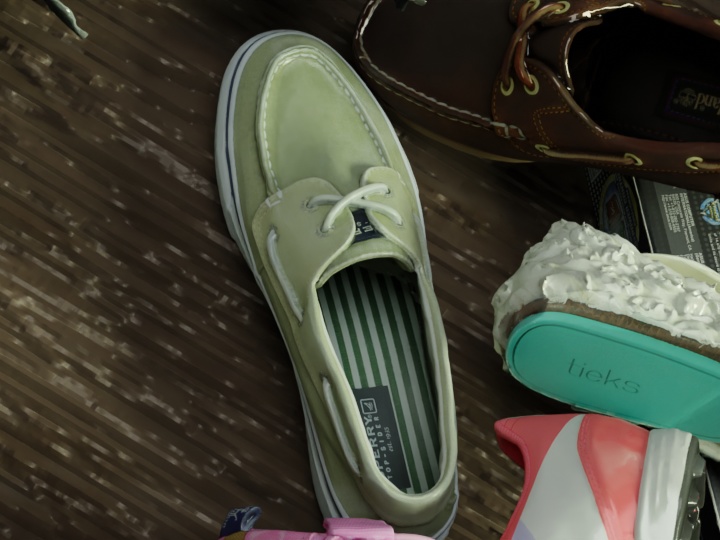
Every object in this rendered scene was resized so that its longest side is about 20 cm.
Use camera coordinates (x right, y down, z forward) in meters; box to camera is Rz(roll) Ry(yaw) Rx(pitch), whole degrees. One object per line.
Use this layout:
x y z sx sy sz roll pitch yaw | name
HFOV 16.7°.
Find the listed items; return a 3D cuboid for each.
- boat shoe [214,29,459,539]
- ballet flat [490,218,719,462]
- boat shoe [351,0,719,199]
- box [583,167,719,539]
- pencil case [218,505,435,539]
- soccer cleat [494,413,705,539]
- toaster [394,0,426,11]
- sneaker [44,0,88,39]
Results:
0.000 0.000 0.851 0.071 0.062 0.201 -10 70 -19 | boat shoe
0.141 0.035 0.826 0.199 0.072 0.072 25 64 -3 | ballet flat
0.084 -0.070 0.856 0.199 0.070 0.071 13 83 23 | boat shoe
0.175 0.004 0.906 0.159 0.044 0.202 -6 70 -18 | box
-0.023 0.176 0.754 0.086 0.082 0.202 33 58 -42 | pencil case
0.057 0.141 0.777 0.073 0.068 0.201 11 69 13 | soccer cleat
-0.027 -0.191 0.878 0.200 0.114 0.129 40 37 -2 | toaster
-0.156 -0.169 0.879 0.060 0.104 0.200 -43 47 -2 | sneaker
